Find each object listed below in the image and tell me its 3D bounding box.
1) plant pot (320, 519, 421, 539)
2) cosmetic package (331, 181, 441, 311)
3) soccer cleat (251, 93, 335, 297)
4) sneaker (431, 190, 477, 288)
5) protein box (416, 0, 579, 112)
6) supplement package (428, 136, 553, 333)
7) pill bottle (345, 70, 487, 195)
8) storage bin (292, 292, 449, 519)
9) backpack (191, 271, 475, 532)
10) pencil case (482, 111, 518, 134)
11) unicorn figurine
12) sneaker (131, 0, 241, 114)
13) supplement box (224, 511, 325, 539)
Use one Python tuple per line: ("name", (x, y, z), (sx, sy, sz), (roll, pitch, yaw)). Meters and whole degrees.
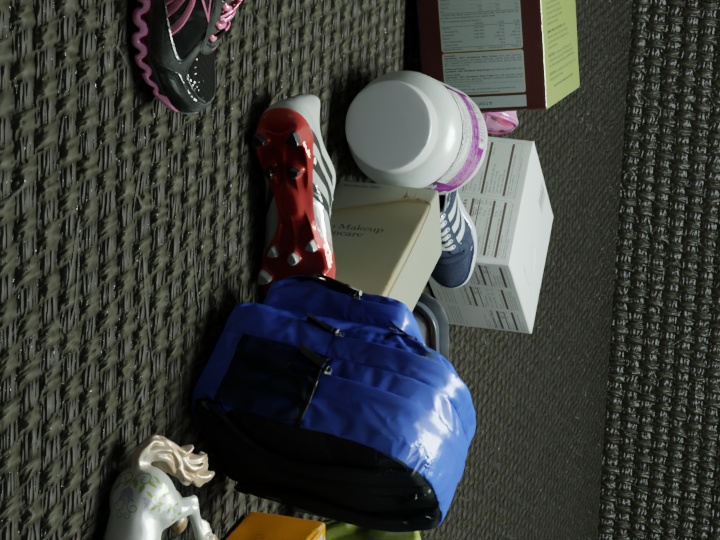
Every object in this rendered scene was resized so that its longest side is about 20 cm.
("plant pot", (0.001, 0.326, 1.803), (0.200, 0.198, 0.186), (-43, 125, -68))
("cosmetic package", (0.000, 0.000, 1.784), (0.200, 0.102, 0.074), (-63, 154, -56))
("soccer cleat", (-0.048, -0.049, 1.656), (0.085, 0.068, 0.202), (-51, 139, -57))
("sneaker", (0.076, -0.054, 2.105), (0.109, 0.069, 0.202), (-67, 152, -60))
("protein box", (0.145, -0.279, 2.116), (0.198, 0.133, 0.202), (-37, 124, -70))
("supplement package", (0.146, -0.042, 2.296), (0.200, 0.110, 0.157), (65, 35, -64))
("pill bottle", (0.050, -0.130, 1.901), (0.200, 0.111, 0.114), (2, 94, -75))
("storage bin", (0.006, 0.132, 1.819), (0.134, 0.144, 0.202), (-39, 134, -55))
("backpack", (-0.007, 0.103, 1.565), (0.169, 0.198, 0.163), (-65, 157, -20))
("pencil case", (0.155, -0.254, 2.310), (0.087, 0.086, 0.202), (49, 49, -70))
("unicorn figurine", (-0.153, 0.207, 1.377), (0.137, 0.073, 0.202), (50, 33, -57))
("sneaker", (-0.101, -0.198, 1.344), (0.079, 0.094, 0.202), (-60, 153, -60))
("supplement box", (-0.081, 0.319, 1.658), (0.126, 0.073, 0.202), (-43, 137, -67))
